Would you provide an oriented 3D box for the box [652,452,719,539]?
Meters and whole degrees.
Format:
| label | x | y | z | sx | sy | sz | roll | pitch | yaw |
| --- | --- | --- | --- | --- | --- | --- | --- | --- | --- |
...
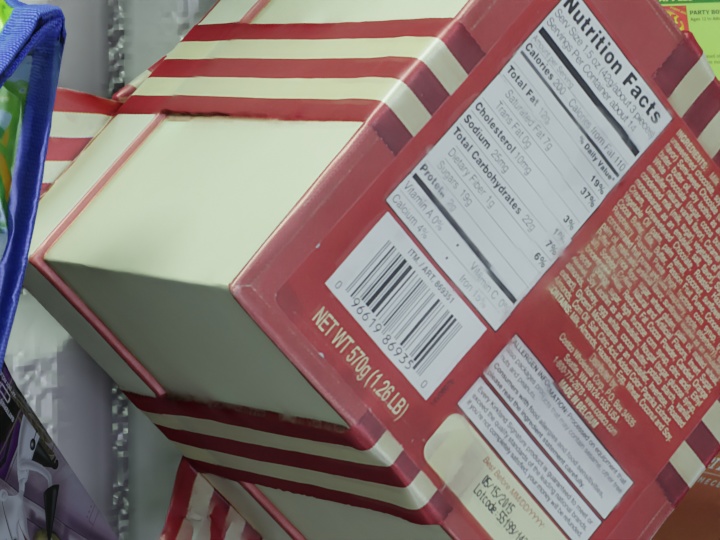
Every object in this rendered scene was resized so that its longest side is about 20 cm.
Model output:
| label | x | y | z | sx | sy | sz | roll | pitch | yaw |
| --- | --- | --- | --- | --- | --- | --- | --- | --- | --- |
| box | 0.128 | 0.170 | 0.922 | 0.200 | 0.152 | 0.106 | -45 | 113 | -18 |

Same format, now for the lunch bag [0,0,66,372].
| label | x | y | z | sx | sy | sz | roll | pitch | yaw |
| --- | --- | --- | --- | --- | --- | --- | --- | --- | --- |
| lunch bag | -0.181 | 0.001 | 0.678 | 0.169 | 0.128 | 0.201 | 11 | 63 | 10 |

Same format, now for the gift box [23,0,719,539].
| label | x | y | z | sx | sy | sz | roll | pitch | yaw |
| --- | --- | --- | --- | --- | --- | --- | --- | --- | --- |
| gift box | 0.000 | 0.000 | 0.815 | 0.200 | 0.187 | 0.185 | -44 | 113 | -19 |

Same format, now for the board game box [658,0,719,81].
| label | x | y | z | sx | sy | sz | roll | pitch | yaw |
| --- | --- | --- | --- | --- | --- | --- | --- | --- | --- |
| board game box | 0.148 | -0.106 | 0.921 | 0.199 | 0.048 | 0.102 | -3 | 78 | -13 |

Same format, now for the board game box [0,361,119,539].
| label | x | y | z | sx | sy | sz | roll | pitch | yaw |
| --- | --- | --- | --- | --- | --- | --- | --- | --- | --- |
| board game box | -0.099 | 0.127 | 0.785 | 0.200 | 0.032 | 0.120 | 65 | 36 | -51 |
